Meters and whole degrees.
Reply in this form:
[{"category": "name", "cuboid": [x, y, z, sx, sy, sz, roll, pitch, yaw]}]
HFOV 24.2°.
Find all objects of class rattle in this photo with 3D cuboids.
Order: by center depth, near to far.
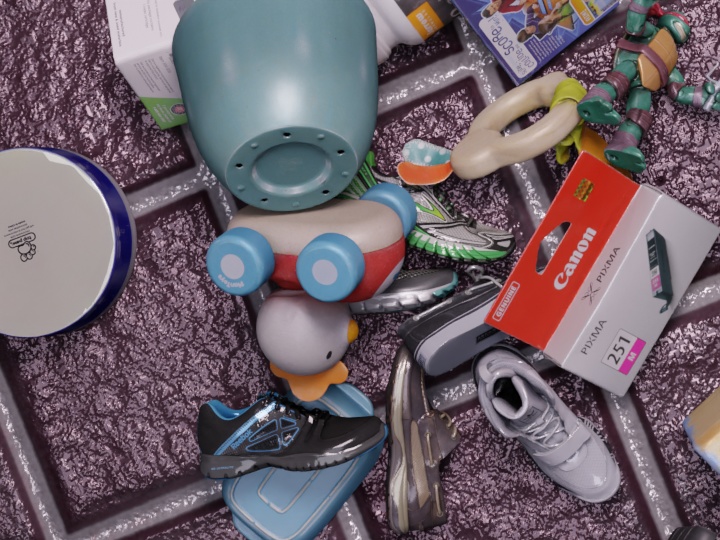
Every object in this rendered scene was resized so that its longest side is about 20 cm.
[{"category": "rattle", "cuboid": [0.153, -0.102, 1.695, 0.200, 0.143, 0.130, -35, 43, -1]}]

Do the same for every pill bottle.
[{"category": "pill bottle", "cuboid": [0.062, -0.298, 1.680, 0.200, 0.116, 0.117, -37, 87, 7]}]

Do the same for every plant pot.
[{"category": "plant pot", "cuboid": [-0.074, -0.155, 1.582, 0.200, 0.201, 0.162, -14, 55, 8]}]

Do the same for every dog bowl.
[{"category": "dog bowl", "cuboid": [-0.341, -0.030, 1.762, 0.199, 0.079, 0.201, 0, 92, 8]}]

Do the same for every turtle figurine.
[{"category": "turtle figurine", "cuboid": [0.293, -0.202, 1.655, 0.150, 0.101, 0.200, 43, 67, -17]}]

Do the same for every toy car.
[{"category": "toy car", "cuboid": [-0.038, 0.033, 1.633, 0.176, 0.184, 0.201, 4, 112, 20]}]

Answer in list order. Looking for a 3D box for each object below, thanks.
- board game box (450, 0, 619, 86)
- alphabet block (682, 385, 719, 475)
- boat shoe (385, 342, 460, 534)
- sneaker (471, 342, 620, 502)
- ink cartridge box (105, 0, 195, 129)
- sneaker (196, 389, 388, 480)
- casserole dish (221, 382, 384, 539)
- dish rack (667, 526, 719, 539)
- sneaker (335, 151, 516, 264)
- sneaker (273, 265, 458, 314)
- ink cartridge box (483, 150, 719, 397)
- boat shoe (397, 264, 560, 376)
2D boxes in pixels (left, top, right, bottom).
[{"category": "board game box", "cuboid": [0.157, -0.283, 1.636, 0.135, 0.200, 0.035, -38, 50, 7]}, {"category": "alphabet block", "cuboid": [0.449, 0.156, 1.607, 0.195, 0.196, 0.200, 45, 97, 2]}, {"category": "boat shoe", "cuboid": [0.063, 0.171, 1.728, 0.073, 0.075, 0.201, 1, 100, -4]}, {"category": "sneaker", "cuboid": [0.183, 0.160, 1.682, 0.075, 0.115, 0.200, -42, 87, 7]}, {"category": "ink cartridge box", "cuboid": [-0.136, -0.234, 1.686, 0.199, 0.146, 0.084, -15, 64, 7]}, {"category": "sneaker", "cuboid": [-0.072, 0.161, 1.699, 0.199, 0.073, 0.082, -8, 92, 8]}, {"category": "casserole dish", "cuboid": [-0.063, 0.205, 1.756, 0.121, 0.039, 0.200, 39, 96, 4]}, {"category": "dish rack", "cuboid": [0.395, 0.309, 1.646, 0.199, 0.153, 0.055, 26, 83, 5]}, {"category": "sneaker", "cuboid": [0.066, -0.062, 1.708, 0.199, 0.078, 0.086, 22, 94, 7]}, {"category": "sneaker", "cuboid": [0.000, 0.000, 1.723, 0.199, 0.078, 0.092, -4, 88, 6]}, {"category": "ink cartridge box", "cuboid": [0.241, 0.005, 1.659, 0.173, 0.044, 0.201, 26, 97, -33]}, {"category": "boat shoe", "cuboid": [0.130, 0.034, 1.693, 0.199, 0.074, 0.068, -30, 57, -14]}]
